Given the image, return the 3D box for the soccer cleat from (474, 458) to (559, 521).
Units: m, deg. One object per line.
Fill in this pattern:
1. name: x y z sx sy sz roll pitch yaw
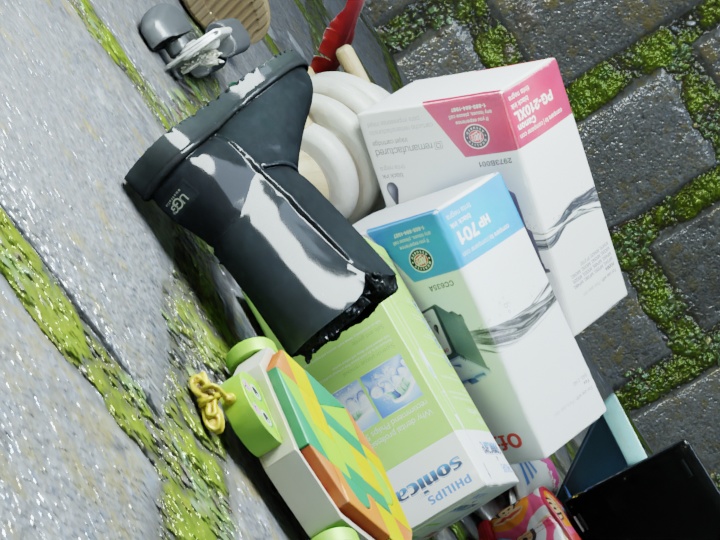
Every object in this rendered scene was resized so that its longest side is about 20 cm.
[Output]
1. soccer cleat: 0.120 0.186 1.728 0.200 0.070 0.087 40 34 -56

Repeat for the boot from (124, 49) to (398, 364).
1. boot: -0.042 -0.041 1.301 0.168 0.076 0.200 47 34 -1

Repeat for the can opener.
1. can opener: -0.128 -0.190 1.649 0.067 0.053 0.200 57 8 -1

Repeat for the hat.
1. hat: -0.003 -0.143 1.766 0.166 0.176 0.200 57 8 8

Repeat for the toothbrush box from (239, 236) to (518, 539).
1. toothbrush box: 0.016 0.081 1.391 0.201 0.086 0.146 59 8 10

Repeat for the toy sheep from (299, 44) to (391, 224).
1. toy sheep: -0.021 -0.101 1.634 0.200 0.138 0.138 -36 95 -44

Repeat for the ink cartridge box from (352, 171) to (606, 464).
1. ink cartridge box: 0.073 0.045 1.518 0.086 0.146 0.201 -30 99 -42

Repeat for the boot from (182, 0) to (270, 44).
1. boot: -0.154 -0.312 1.865 0.200 0.072 0.167 49 13 -28

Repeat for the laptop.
1. laptop: 0.258 0.236 1.643 0.188 0.200 0.116 58 37 2

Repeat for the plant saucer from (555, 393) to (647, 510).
1. plant saucer: 0.202 0.182 1.738 0.200 0.019 0.070 105 -35 -57

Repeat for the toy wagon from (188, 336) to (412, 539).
1. toy wagon: -0.032 0.108 1.173 0.200 0.039 0.156 48 13 -52

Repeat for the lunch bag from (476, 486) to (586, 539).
1. lunch bag: 0.181 0.282 1.636 0.200 0.082 0.176 62 9 28

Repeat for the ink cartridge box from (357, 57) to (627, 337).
1. ink cartridge box: 0.102 -0.049 1.563 0.084 0.144 0.201 -34 111 -45
